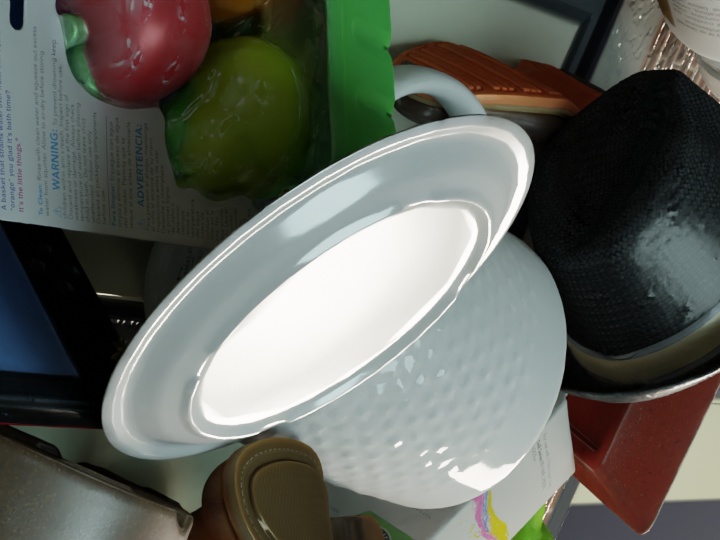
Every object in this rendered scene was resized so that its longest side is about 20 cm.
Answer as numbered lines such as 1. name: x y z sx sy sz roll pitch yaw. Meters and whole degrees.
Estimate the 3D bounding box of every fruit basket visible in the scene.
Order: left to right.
1. fruit basket: -0.075 -0.098 0.798 0.199 0.094 0.186 5 78 -44

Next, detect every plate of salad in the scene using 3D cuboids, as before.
1. plate of salad: -0.019 0.003 0.785 0.200 0.048 0.200 -31 159 -13

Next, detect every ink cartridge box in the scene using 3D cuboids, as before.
1. ink cartridge box: 0.036 0.102 1.098 0.200 0.117 0.067 -42 141 -26

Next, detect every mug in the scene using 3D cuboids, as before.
1. mug: 0.000 0.000 0.949 0.175 0.147 0.201 24 92 -47

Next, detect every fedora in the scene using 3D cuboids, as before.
1. fedora: 0.146 -0.033 1.029 0.201 0.200 0.092 -49 127 -17

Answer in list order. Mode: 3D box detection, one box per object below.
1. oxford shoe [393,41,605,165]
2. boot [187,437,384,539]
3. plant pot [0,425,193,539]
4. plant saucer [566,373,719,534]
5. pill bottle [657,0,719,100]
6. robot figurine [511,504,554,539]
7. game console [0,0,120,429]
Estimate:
1. oxford shoe: 0.073 -0.072 1.063 0.200 0.071 0.073 4 115 -55
2. boot: -0.082 0.136 0.923 0.200 0.154 0.074 54 28 -65
3. plant pot: -0.174 0.155 0.801 0.200 0.200 0.199 33 78 -57
4. plant saucer: 0.150 0.022 1.160 0.037 0.200 0.201 22 98 -23
5. pill bottle: 0.218 -0.182 1.135 0.114 0.114 0.200 -51 146 -15
6. robot figurine: 0.051 0.208 1.201 0.175 0.115 0.201 -36 141 -52
7. game console: -0.145 -0.044 0.748 0.119 0.173 0.200 -43 153 23
